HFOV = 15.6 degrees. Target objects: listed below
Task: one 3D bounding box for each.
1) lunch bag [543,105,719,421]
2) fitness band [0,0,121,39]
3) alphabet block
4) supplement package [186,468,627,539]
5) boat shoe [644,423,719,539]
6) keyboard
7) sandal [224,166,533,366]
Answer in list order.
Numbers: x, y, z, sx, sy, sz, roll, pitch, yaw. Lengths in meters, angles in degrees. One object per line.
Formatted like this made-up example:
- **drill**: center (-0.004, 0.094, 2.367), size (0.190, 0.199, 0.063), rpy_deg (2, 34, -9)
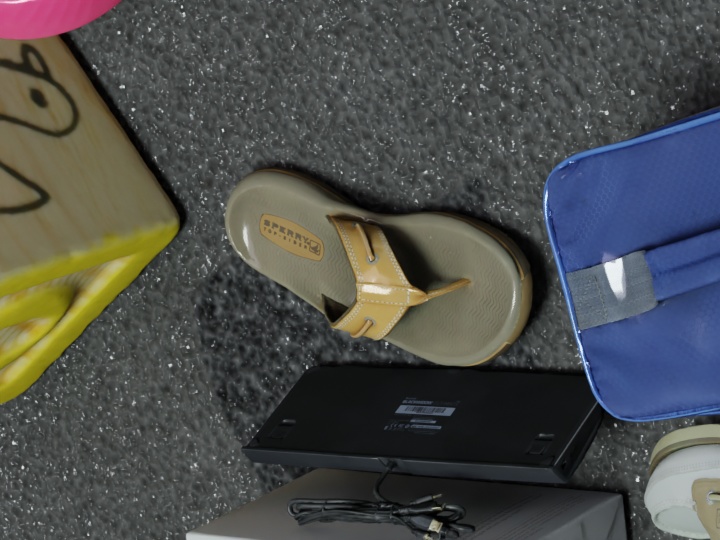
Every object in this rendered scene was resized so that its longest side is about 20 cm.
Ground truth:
- **lunch bag**: center (0.189, -0.011, 1.165), size (0.200, 0.132, 0.136), rpy_deg (-17, 92, 40)
- **fitness band**: center (-0.194, -0.194, 1.405), size (0.200, 0.144, 0.038), rpy_deg (26, 148, 28)
- **alphabet block**: center (-0.258, -0.034, 1.467), size (0.200, 0.195, 0.196), rpy_deg (55, 130, 11)
- **supplement package**: center (0.028, 0.179, 1.350), size (0.199, 0.120, 0.122), rpy_deg (2, 106, 37)
- **boat shoe**: center (0.185, 0.108, 1.194), size (0.200, 0.074, 0.069), rpy_deg (147, 134, -67)
- **keyboard**: center (0.024, 0.093, 1.334), size (0.199, 0.127, 0.021), rpy_deg (0, 127, 38)
- **sandal**: center (0.000, 0.000, 1.364), size (0.199, 0.054, 0.081), rpy_deg (21, 115, 32)
